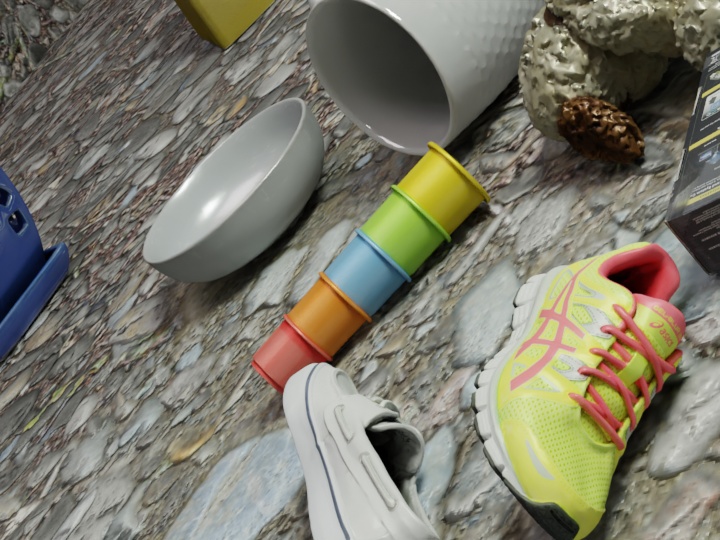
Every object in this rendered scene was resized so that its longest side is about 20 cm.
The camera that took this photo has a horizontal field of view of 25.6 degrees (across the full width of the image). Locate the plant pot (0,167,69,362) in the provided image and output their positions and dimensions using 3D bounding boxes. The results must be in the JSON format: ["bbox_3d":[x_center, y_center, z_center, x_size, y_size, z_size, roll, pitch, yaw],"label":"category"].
[{"bbox_3d":[-0.464,0.008,1.810,0.199,0.180,0.201,-19,33,49],"label":"plant pot"}]

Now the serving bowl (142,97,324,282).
[{"bbox_3d":[-0.101,-0.060,1.408,0.200,0.066,0.200,-39,21,17],"label":"serving bowl"}]

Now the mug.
[{"bbox_3d":[0.048,-0.210,1.250,0.199,0.148,0.175,26,57,32],"label":"mug"}]

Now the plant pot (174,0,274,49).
[{"bbox_3d":[-0.191,-0.442,2.154,0.200,0.176,0.200,-45,20,-2],"label":"plant pot"}]

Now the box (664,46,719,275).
[{"bbox_3d":[0.259,-0.098,0.815,0.199,0.049,0.162,-28,24,38],"label":"box"}]

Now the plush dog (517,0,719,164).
[{"bbox_3d":[0.159,-0.161,1.027,0.200,0.159,0.173,-87,20,-64],"label":"plush dog"}]

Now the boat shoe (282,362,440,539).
[{"bbox_3d":[0.006,0.108,0.892,0.065,0.074,0.200,-36,32,10],"label":"boat shoe"}]

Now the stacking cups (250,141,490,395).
[{"bbox_3d":[0.000,0.000,1.105,0.200,0.061,0.061,-45,20,0],"label":"stacking cups"}]

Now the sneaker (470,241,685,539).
[{"bbox_3d":[0.115,0.047,0.773,0.090,0.078,0.201,-30,25,30],"label":"sneaker"}]
